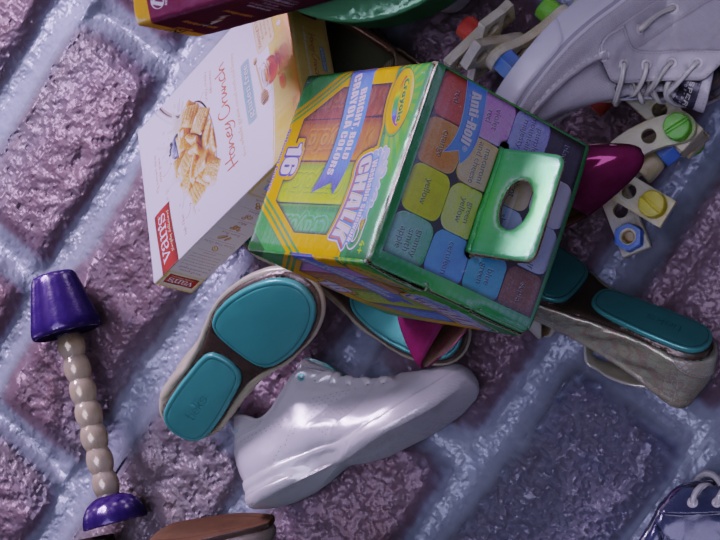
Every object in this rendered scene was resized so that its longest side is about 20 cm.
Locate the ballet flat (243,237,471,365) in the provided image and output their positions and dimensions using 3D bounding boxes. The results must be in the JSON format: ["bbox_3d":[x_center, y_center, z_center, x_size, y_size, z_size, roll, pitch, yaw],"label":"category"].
[{"bbox_3d":[0.000,0.000,1.068,0.199,0.069,0.070,35,99,12],"label":"ballet flat"}]

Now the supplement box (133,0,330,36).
[{"bbox_3d":[-0.044,-0.223,0.904,0.198,0.086,0.111,-11,90,21],"label":"supplement box"}]

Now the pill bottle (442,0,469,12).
[{"bbox_3d":[-0.015,-0.256,1.051,0.198,0.119,0.121,11,92,20],"label":"pill bottle"}]

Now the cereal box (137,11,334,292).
[{"bbox_3d":[-0.091,-0.095,1.049,0.200,0.039,0.145,-40,48,38],"label":"cereal box"}]

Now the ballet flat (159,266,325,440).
[{"bbox_3d":[-0.083,0.048,1.062,0.200,0.069,0.070,-44,74,37],"label":"ballet flat"}]

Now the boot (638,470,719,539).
[{"bbox_3d":[0.255,0.157,0.965,0.090,0.073,0.201,37,101,11],"label":"boot"}]

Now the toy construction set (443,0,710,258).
[{"bbox_3d":[0.158,-0.119,1.006,0.200,0.092,0.131,43,102,5],"label":"toy construction set"}]

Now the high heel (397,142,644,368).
[{"bbox_3d":[0.106,-0.009,0.957,0.199,0.067,0.097,-29,56,37],"label":"high heel"}]

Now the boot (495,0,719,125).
[{"bbox_3d":[0.178,-0.131,0.922,0.200,0.074,0.096,-41,70,-11],"label":"boot"}]

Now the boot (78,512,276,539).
[{"bbox_3d":[-0.144,0.269,1.114,0.198,0.070,0.148,-11,91,20],"label":"boot"}]

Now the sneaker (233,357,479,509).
[{"bbox_3d":[-0.012,0.098,1.069,0.199,0.075,0.089,-27,68,18],"label":"sneaker"}]

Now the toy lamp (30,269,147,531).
[{"bbox_3d":[-0.217,0.099,1.145,0.058,0.058,0.202,-17,82,18],"label":"toy lamp"}]

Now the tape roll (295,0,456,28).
[{"bbox_3d":[0.005,-0.261,0.954,0.199,0.048,0.202,2,95,21],"label":"tape roll"}]

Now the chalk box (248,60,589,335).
[{"bbox_3d":[0.042,-0.042,0.874,0.200,0.123,0.125,4,72,60],"label":"chalk box"}]

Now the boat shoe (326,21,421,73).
[{"bbox_3d":[0.023,-0.121,1.057,0.200,0.074,0.076,39,101,17],"label":"boat shoe"}]

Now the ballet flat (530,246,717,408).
[{"bbox_3d":[0.150,0.033,1.014,0.199,0.067,0.063,31,130,24],"label":"ballet flat"}]
